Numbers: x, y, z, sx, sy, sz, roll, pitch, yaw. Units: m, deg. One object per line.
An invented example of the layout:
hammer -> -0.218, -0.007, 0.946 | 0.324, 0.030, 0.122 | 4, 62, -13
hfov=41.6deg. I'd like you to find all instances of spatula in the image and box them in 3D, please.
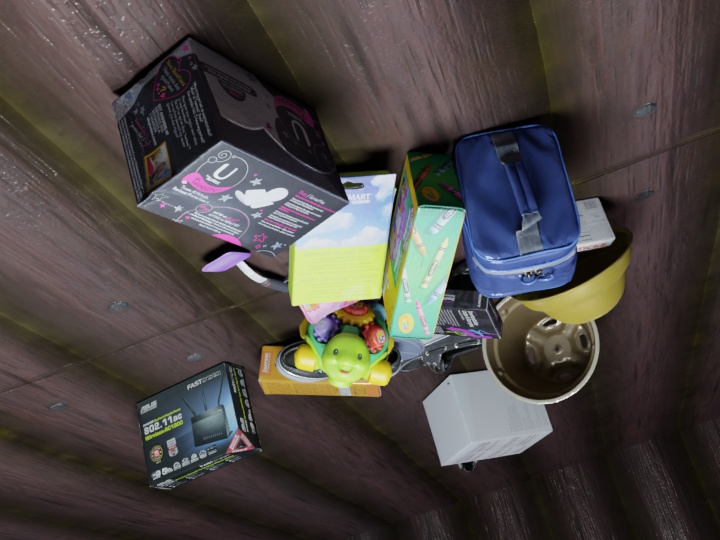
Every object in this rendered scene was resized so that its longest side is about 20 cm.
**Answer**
spatula -> -0.144, 0.006, 1.301 | 0.056, 0.021, 0.200 | -28, 153, 20

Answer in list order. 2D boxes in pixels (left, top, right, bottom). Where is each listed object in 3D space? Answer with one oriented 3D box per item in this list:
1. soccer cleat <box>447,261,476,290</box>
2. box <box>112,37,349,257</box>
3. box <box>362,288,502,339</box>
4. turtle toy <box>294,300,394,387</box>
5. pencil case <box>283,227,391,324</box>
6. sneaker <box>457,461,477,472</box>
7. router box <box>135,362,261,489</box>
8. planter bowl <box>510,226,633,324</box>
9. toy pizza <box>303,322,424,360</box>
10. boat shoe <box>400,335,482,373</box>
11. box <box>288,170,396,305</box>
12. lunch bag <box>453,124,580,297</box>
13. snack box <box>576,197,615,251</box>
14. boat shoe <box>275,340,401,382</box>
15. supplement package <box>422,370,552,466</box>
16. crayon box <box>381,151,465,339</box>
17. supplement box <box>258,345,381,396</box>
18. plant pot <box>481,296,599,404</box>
soccer cleat -> 0.225, -0.013, 1.454 | 0.200, 0.065, 0.084 | -25, 177, 13
box -> -0.123, -0.116, 0.935 | 0.115, 0.132, 0.200 | -32, 151, 23
box -> 0.112, 0.064, 1.466 | 0.199, 0.036, 0.143 | 5, 160, 19
turtle toy -> -0.018, 0.102, 1.363 | 0.145, 0.200, 0.101 | 11, 120, -3
pencil case -> 0.000, 0.000, 1.305 | 0.199, 0.088, 0.087 | -23, 154, 14
sneaker -> 0.255, 0.442, 2.316 | 0.075, 0.116, 0.200 | -23, 154, 14
router box -> -0.275, 0.263, 1.595 | 0.200, 0.150, 0.062 | -26, 153, 19
planter bowl -> 0.329, 0.022, 1.413 | 0.200, 0.084, 0.200 | -28, -165, 8
toy pizza -> 0.006, 0.112, 1.551 | 0.199, 0.032, 0.200 | 4, 162, 1
boat shoe -> 0.149, 0.150, 1.715 | 0.200, 0.066, 0.070 | -27, 153, 20
box -> -0.026, -0.047, 1.168 | 0.121, 0.048, 0.200 | -5, 132, -13
lunch bag -> 0.185, -0.068, 1.138 | 0.135, 0.201, 0.132 | -12, 152, 4
snack box -> 0.261, -0.055, 1.358 | 0.199, 0.072, 0.024 | -10, 155, -12
boat shoe -> -0.033, 0.136, 1.489 | 0.199, 0.069, 0.057 | 1, 159, -7
supplement package -> 0.266, 0.306, 2.002 | 0.199, 0.152, 0.151 | -4, 153, -24
crayon box -> 0.072, -0.029, 1.159 | 0.058, 0.119, 0.200 | 4, 128, -9
supplement box -> -0.065, 0.166, 1.559 | 0.199, 0.067, 0.069 | 0, 155, 7
plant pot -> 0.337, 0.136, 1.683 | 0.200, 0.201, 0.183 | -25, 164, 17
